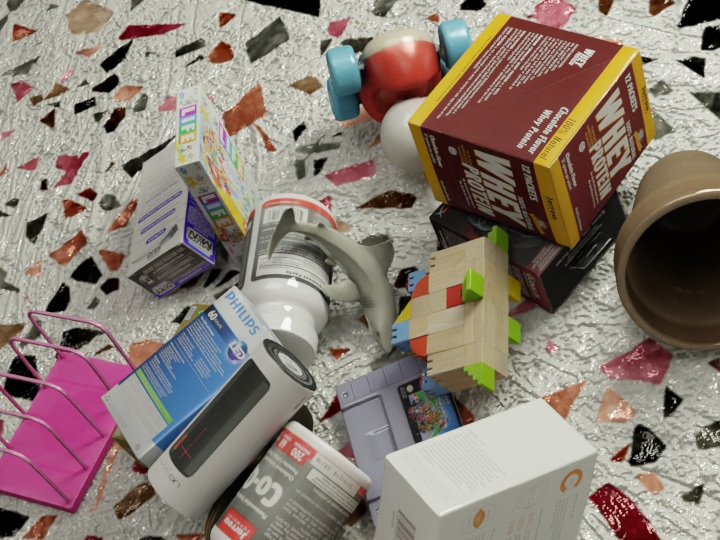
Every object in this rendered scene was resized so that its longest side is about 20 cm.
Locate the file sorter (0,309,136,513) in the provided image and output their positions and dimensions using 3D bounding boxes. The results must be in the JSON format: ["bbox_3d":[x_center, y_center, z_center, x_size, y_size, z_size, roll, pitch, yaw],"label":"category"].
[{"bbox_3d":[-0.381,0.164,1.808,0.137,0.126,0.201,8,57,29],"label":"file sorter"}]

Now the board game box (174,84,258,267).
[{"bbox_3d":[-0.180,-0.118,1.895,0.034,0.201,0.136,-15,49,12],"label":"board game box"}]

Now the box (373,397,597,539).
[{"bbox_3d":[0.124,0.228,1.483,0.198,0.126,0.097,-16,40,-30],"label":"box"}]

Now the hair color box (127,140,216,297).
[{"bbox_3d":[-0.241,-0.077,1.960,0.109,0.065,0.202,-29,41,33],"label":"hair color box"}]

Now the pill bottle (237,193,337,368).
[{"bbox_3d":[-0.092,0.017,1.806,0.114,0.116,0.202,-8,51,18],"label":"pill bottle"}]

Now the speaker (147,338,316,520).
[{"bbox_3d":[-0.140,0.174,1.611,0.200,0.081,0.081,-48,47,10],"label":"speaker"}]

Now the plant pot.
[{"bbox_3d":[0.370,-0.042,1.622,0.198,0.202,0.175,-14,30,12],"label":"plant pot"}]

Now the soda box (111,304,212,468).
[{"bbox_3d":[-0.212,0.140,1.784,0.064,0.068,0.201,2,53,45],"label":"soda box"}]

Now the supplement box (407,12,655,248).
[{"bbox_3d":[0.200,-0.164,1.709,0.199,0.133,0.198,21,60,36],"label":"supplement box"}]

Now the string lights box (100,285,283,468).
[{"bbox_3d":[-0.183,0.124,1.676,0.199,0.059,0.103,-39,55,0],"label":"string lights box"}]

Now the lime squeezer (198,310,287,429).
[{"bbox_3d":[-0.135,0.135,1.728,0.037,0.071,0.200,-7,42,-36],"label":"lime squeezer"}]

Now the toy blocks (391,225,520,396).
[{"bbox_3d":[0.096,0.057,1.665,0.136,0.100,0.202,-18,56,35],"label":"toy blocks"}]

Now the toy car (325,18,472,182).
[{"bbox_3d":[0.065,-0.192,1.907,0.182,0.177,0.202,-13,76,-4],"label":"toy car"}]

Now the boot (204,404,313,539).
[{"bbox_3d":[-0.129,0.236,1.689,0.075,0.074,0.201,-2,44,41],"label":"boot"}]

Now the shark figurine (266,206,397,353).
[{"bbox_3d":[-0.009,-0.020,1.758,0.089,0.214,0.129,-33,21,38],"label":"shark figurine"}]

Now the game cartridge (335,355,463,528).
[{"bbox_3d":[0.053,0.187,1.664,0.128,0.038,0.201,-26,47,8],"label":"game cartridge"}]

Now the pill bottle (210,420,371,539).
[{"bbox_3d":[-0.088,0.273,1.587,0.113,0.114,0.201,30,79,38],"label":"pill bottle"}]

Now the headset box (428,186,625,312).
[{"bbox_3d":[0.205,-0.054,1.759,0.149,0.078,0.199,-46,48,-16],"label":"headset box"}]
